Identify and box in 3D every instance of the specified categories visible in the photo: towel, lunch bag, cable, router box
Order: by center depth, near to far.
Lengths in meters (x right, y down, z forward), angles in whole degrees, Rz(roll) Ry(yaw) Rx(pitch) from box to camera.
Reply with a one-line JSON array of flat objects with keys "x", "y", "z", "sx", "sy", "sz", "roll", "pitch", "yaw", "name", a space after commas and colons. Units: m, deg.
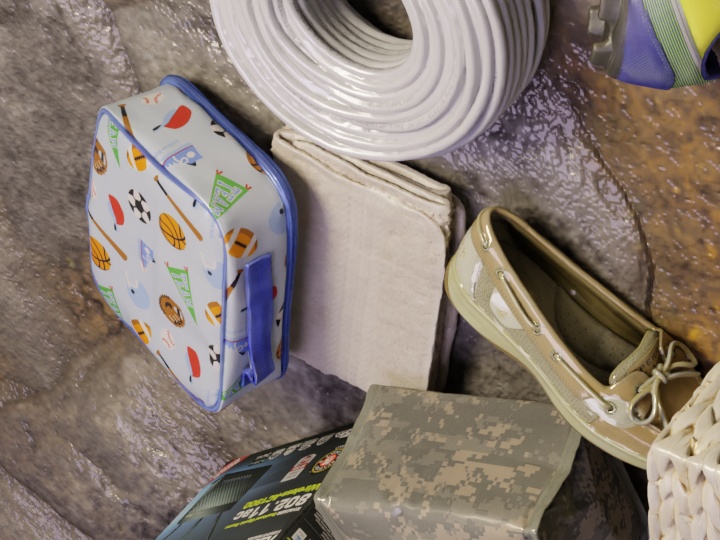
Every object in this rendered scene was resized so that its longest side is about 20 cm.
[{"x": 0.005, "y": -0.154, "z": 1.204, "sx": 0.200, "sy": 0.069, "sz": 0.200, "roll": 3, "pitch": 127, "yaw": 38, "name": "cable"}, {"x": 0.000, "y": 0.000, "z": 1.378, "sx": 0.132, "sy": 0.034, "sz": 0.200, "roll": 28, "pitch": 139, "yaw": 19, "name": "towel"}, {"x": 0.093, "y": 0.174, "z": 1.387, "sx": 0.164, "sy": 0.118, "sz": 0.200, "roll": 4, "pitch": 139, "yaw": 33, "name": "lunch bag"}, {"x": -0.103, "y": -0.011, "z": 1.391, "sx": 0.160, "sy": 0.076, "sz": 0.200, "roll": 41, "pitch": 147, "yaw": 31, "name": "lunch bag"}, {"x": -0.061, "y": 0.181, "z": 1.499, "sx": 0.200, "sy": 0.150, "sz": 0.062, "roll": -22, "pitch": 109, "yaw": 47, "name": "router box"}]

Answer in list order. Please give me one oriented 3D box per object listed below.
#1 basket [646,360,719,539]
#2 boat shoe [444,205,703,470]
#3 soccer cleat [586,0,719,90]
[{"x": 0.246, "y": 0.099, "z": 1.142, "sx": 0.123, "sy": 0.200, "sz": 0.136, "roll": 20, "pitch": 136, "yaw": 31, "name": "basket"}, {"x": 0.138, "y": 0.042, "z": 1.275, "sx": 0.201, "sy": 0.073, "sz": 0.063, "roll": 42, "pitch": 146, "yaw": 11, "name": "boat shoe"}, {"x": 0.168, "y": -0.175, "z": 1.076, "sx": 0.084, "sy": 0.065, "sz": 0.200, "roll": 7, "pitch": 132, "yaw": -5, "name": "soccer cleat"}]
